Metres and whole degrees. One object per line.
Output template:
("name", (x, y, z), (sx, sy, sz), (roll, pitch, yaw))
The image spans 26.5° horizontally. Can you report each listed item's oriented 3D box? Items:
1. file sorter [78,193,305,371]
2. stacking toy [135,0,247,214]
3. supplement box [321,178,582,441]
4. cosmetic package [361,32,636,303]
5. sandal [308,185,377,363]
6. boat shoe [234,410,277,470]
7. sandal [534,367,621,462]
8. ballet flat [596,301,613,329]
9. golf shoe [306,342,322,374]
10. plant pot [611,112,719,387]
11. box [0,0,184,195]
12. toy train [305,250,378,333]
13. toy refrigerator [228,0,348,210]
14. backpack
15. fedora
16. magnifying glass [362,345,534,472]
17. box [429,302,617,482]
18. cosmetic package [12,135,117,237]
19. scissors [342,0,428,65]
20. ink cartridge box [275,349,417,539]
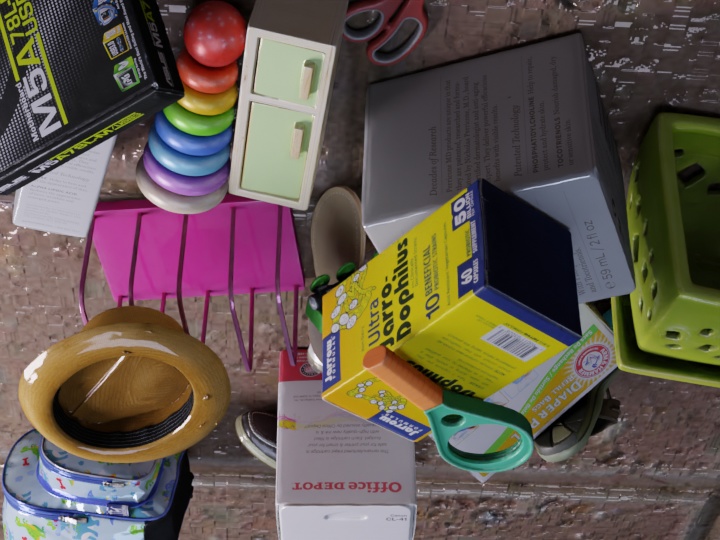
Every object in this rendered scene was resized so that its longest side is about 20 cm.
("file sorter", (-0.160, 0.020, 1.472), (0.197, 0.126, 0.140), (-3, 141, 4))
("stacking toy", (-0.138, -0.147, 1.316), (0.084, 0.086, 0.201), (9, 133, -12))
("supplement box", (0.070, 0.037, 1.242), (0.109, 0.110, 0.200), (27, 134, -30))
("cosmetic package", (0.121, -0.072, 1.328), (0.198, 0.168, 0.168), (-12, 140, 16))
("sandal", (-0.003, -0.003, 1.501), (0.069, 0.078, 0.213), (-20, 135, -33))
("boat shoe", (-0.052, 0.198, 1.741), (0.199, 0.074, 0.065), (26, 123, -33))
("sandal", (0.230, 0.149, 1.564), (0.079, 0.201, 0.058), (-28, 101, 34))
("ballet flat", (0.253, 0.066, 1.591), (0.199, 0.068, 0.072), (-27, 155, 23))
("golf shoe", (0.043, 0.070, 1.587), (0.197, 0.073, 0.093), (-1, 122, -8))
("plant pot", (0.333, -0.001, 1.399), (0.197, 0.202, 0.182), (9, 146, -12))
("box", (-0.245, -0.187, 1.172), (0.192, 0.202, 0.047), (-23, 169, 24))
("toy train", (0.033, 0.003, 1.446), (0.199, 0.042, 0.057), (-24, 148, -28))
("toy refrigerator", (-0.064, -0.144, 1.307), (0.075, 0.070, 0.201), (13, 139, -1))
("backpack", (-0.297, 0.235, 1.698), (0.197, 0.184, 0.148), (1, 118, 3))
("fedora", (-0.215, 0.094, 1.400), (0.198, 0.082, 0.202), (-2, 135, -2))
("magnifying glass", (0.070, 0.114, 1.235), (0.079, 0.023, 0.200), (-25, 135, 28))
("box", (0.148, 0.091, 1.512), (0.200, 0.113, 0.101), (-42, 125, 7))
("cosmetic package", (-0.246, -0.131, 1.307), (0.073, 0.102, 0.201), (9, 139, -14))
("scissors", (0.055, -0.240, 1.247), (0.073, 0.014, 0.200), (26, 133, -25))
("ink cartridge box", (-0.016, 0.184, 1.613), (0.146, 0.202, 0.086), (0, 141, 0))
